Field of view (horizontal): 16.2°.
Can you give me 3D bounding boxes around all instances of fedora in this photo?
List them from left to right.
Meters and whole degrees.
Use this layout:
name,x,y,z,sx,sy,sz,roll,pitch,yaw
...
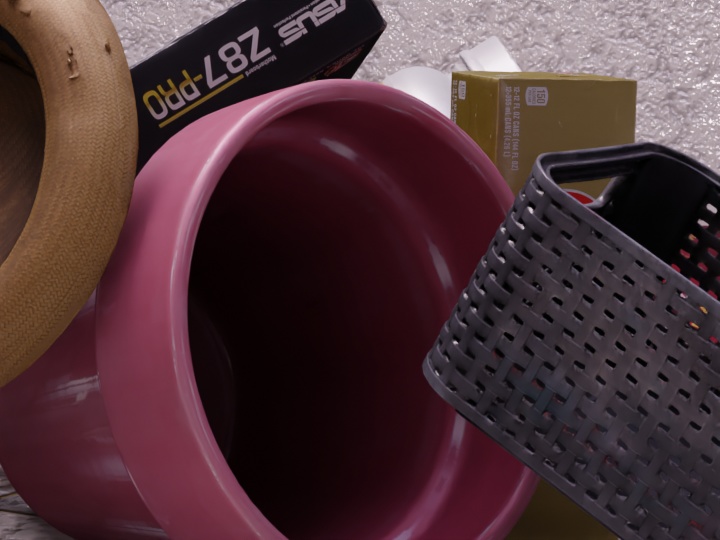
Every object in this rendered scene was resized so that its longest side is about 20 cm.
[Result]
name,x,y,z,sx,sy,sz,roll,pitch,yaw
fedora,-0.164,-0.029,0.964,0.200,0.201,0.082,2,-20,16

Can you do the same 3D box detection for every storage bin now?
name,x,y,z,sx,sy,sz,roll,pitch,yaw
storage bin,0.140,0.048,0.912,0.200,0.094,0.135,36,22,22

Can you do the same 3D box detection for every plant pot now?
name,x,y,z,sx,sy,sz,roll,pitch,yaw
plant pot,-0.050,0.039,1.012,0.200,0.201,0.179,-5,-7,-43

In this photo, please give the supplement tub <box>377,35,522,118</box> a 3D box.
name,x,y,z,sx,sy,sz,roll,pitch,yaw
supplement tub,0.012,-0.005,1.186,0.200,0.145,0.145,-33,6,3

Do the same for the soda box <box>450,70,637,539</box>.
name,x,y,z,sx,sy,sz,roll,pitch,yaw
soda box,0.074,0.016,1.085,0.064,0.201,0.068,-1,7,-16

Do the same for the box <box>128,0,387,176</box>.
name,x,y,z,sx,sy,sz,roll,pitch,yaw
box,-0.093,-0.055,1.109,0.200,0.049,0.161,-33,-2,-15

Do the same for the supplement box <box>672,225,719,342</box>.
name,x,y,z,sx,sy,sz,roll,pitch,yaw
supplement box,0.156,0.027,1.357,0.199,0.061,0.109,0,38,-37
